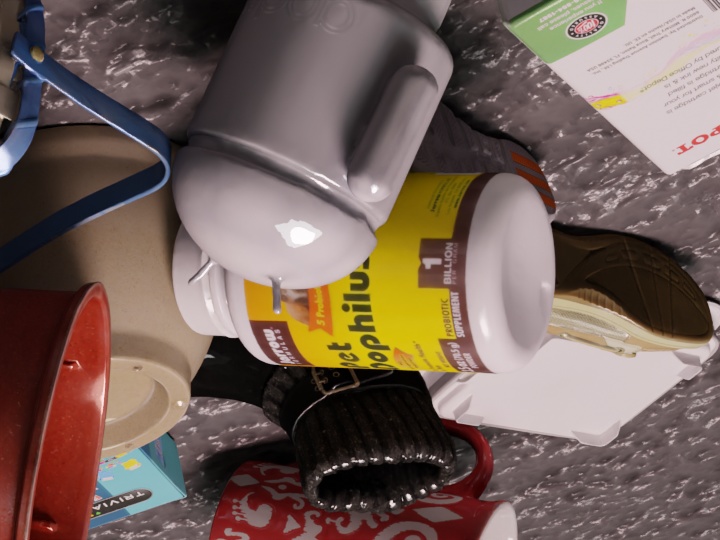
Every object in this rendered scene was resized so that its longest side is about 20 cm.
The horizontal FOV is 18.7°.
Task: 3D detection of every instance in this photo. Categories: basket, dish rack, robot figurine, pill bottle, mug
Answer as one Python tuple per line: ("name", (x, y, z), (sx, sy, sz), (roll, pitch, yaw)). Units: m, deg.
("basket", (-0.219, -0.069, 1.101), (0.176, 0.140, 0.200), (-28, 138, 30))
("dish rack", (0.153, 0.072, 1.573), (0.199, 0.044, 0.172), (12, 141, -35))
("robot figurine", (-0.026, -0.076, 1.125), (0.113, 0.201, 0.169), (29, 170, -32))
("pill bottle", (0.000, 0.000, 1.214), (0.199, 0.110, 0.109), (1, 156, 25))
("mug", (0.007, 0.199, 1.601), (0.199, 0.178, 0.134), (10, 130, 19))

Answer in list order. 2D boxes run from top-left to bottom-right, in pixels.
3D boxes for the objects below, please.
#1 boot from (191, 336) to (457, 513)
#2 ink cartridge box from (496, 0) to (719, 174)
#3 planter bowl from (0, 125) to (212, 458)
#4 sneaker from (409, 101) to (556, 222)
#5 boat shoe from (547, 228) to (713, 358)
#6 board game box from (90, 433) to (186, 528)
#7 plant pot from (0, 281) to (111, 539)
("boot", (-0.054, 0.086, 1.398), (0.210, 0.158, 0.080), (-12, 149, -4))
("ink cartridge box", (0.176, -0.152, 1.184), (0.145, 0.084, 0.200), (-28, 146, 22))
("planter bowl", (-0.169, 0.029, 1.284), (0.199, 0.135, 0.200), (-10, 149, -6))
("sneaker", (0.024, -0.042, 1.304), (0.112, 0.078, 0.200), (-33, 144, 25))
("boat shoe", (0.147, 0.018, 1.461), (0.200, 0.073, 0.063), (11, 147, -31))
("board game box", (-0.226, 0.122, 1.491), (0.150, 0.047, 0.200), (-19, 149, 7))
("plant pot", (-0.243, 0.090, 1.119), (0.194, 0.201, 0.201), (9, 147, 2))
